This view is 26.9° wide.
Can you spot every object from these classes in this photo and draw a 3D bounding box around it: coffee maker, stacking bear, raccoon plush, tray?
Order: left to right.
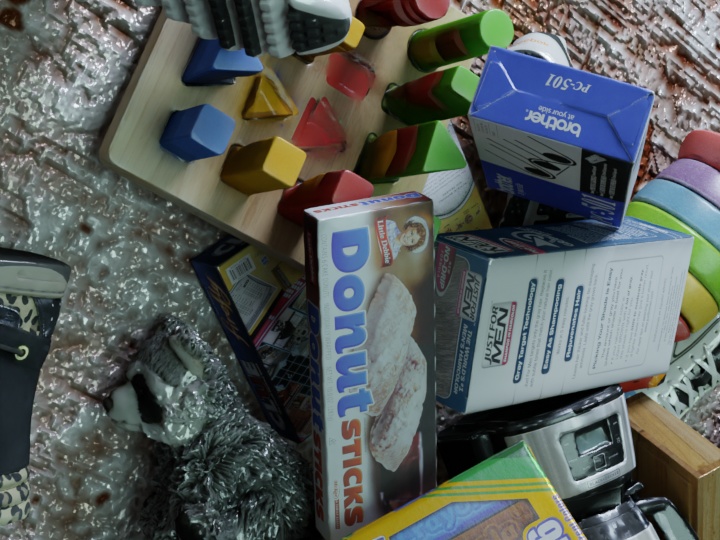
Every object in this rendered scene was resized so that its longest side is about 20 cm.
[{"bbox_3d":[-0.060,0.098,0.924,0.199,0.097,0.135,3,91,-36],"label":"raccoon plush"},{"bbox_3d":[0.130,0.188,1.043,0.134,0.192,0.201,-16,87,-48],"label":"coffee maker"},{"bbox_3d":[0.225,0.006,1.105,0.200,0.114,0.121,-50,165,-7],"label":"stacking bear"},{"bbox_3d":[0.227,0.198,1.108,0.037,0.099,0.201,-24,125,-21],"label":"tray"}]

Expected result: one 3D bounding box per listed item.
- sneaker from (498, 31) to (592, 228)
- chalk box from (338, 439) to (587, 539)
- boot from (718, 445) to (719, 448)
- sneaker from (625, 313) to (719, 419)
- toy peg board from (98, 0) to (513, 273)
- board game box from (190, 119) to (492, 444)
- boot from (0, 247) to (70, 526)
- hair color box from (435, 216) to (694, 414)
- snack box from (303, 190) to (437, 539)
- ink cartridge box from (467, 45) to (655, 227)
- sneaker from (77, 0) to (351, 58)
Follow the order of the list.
[{"bbox_3d":[0.134,-0.072,1.048,0.080,0.073,0.201,-59,147,-56],"label":"sneaker"},{"bbox_3d":[0.041,0.215,0.876,0.199,0.124,0.125,-26,151,-9],"label":"chalk box"},{"bbox_3d":[0.381,0.125,1.277,0.188,0.068,0.201,33,71,-27],"label":"boot"},{"bbox_3d":[0.251,0.071,1.154,0.200,0.072,0.072,-50,123,-17],"label":"sneaker"},{"bbox_3d":[-0.016,-0.112,0.890,0.199,0.098,0.201,29,74,-27],"label":"toy peg board"},{"bbox_3d":[0.000,0.000,0.985,0.200,0.035,0.136,-35,116,-26],"label":"board game box"},{"bbox_3d":[-0.254,0.062,0.790,0.203,0.073,0.154,2,98,-36],"label":"boot"},{"bbox_3d":[0.123,0.024,0.964,0.200,0.060,0.100,-6,110,-42],"label":"hair color box"},{"bbox_3d":[0.007,0.057,0.861,0.072,0.024,0.201,-11,113,-22],"label":"snack box"},{"bbox_3d":[0.120,-0.074,0.895,0.200,0.094,0.044,43,65,-78],"label":"ink cartridge box"},{"bbox_3d":[-0.095,-0.177,0.819,0.199,0.075,0.081,19,67,5],"label":"sneaker"}]
